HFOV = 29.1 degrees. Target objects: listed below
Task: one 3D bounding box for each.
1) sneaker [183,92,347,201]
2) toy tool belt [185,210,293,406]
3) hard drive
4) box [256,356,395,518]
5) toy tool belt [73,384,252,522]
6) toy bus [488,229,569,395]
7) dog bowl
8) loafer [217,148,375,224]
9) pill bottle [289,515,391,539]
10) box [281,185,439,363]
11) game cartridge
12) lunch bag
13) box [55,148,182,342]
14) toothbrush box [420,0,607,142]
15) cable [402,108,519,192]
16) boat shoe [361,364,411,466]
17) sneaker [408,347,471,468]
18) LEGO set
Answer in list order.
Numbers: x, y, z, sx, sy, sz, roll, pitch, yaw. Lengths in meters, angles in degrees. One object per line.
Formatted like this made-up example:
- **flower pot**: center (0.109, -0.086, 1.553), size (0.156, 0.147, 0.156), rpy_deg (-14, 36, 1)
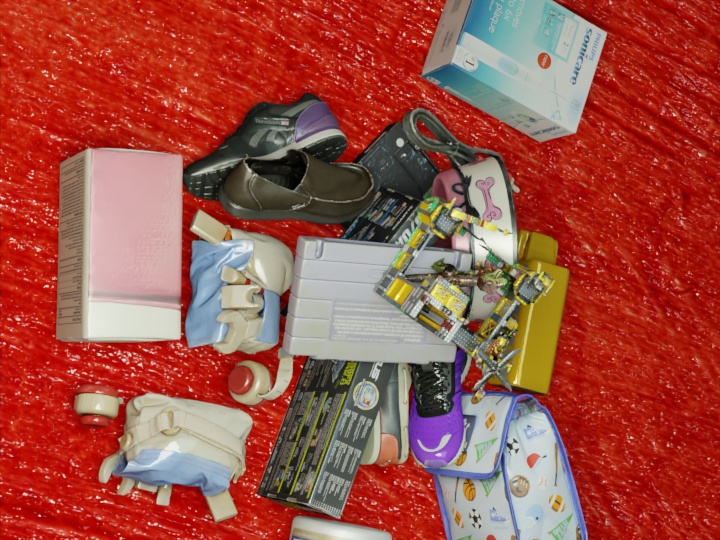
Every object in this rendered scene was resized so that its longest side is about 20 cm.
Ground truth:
- **sneaker**: center (-0.122, -0.147, 1.625), size (0.198, 0.076, 0.088), rpy_deg (-19, 65, -18)
- **toy tool belt**: center (-0.149, 0.043, 1.537), size (0.123, 0.124, 0.202), rpy_deg (23, 61, -52)
- **hard drive**: center (0.059, -0.063, 1.711), size (0.200, 0.038, 0.140), rpy_deg (48, 69, -14)
- **box**: center (-0.039, 0.174, 1.580), size (0.044, 0.160, 0.202), rpy_deg (25, 75, -22)
- **toy tool belt**: center (-0.220, 0.201, 1.514), size (0.198, 0.125, 0.124), rpy_deg (13, 73, -24)
- **toy bus**: center (0.213, 0.052, 1.754), size (0.065, 0.078, 0.202), rpy_deg (16, 80, -24)
- **dog bowl**: center (0.128, -0.032, 1.623), size (0.073, 0.200, 0.202), rpy_deg (-2, 87, -6)
- **loafer**: center (-0.062, -0.099, 1.580), size (0.199, 0.072, 0.073), rpy_deg (-7, 51, -34)
- **pill bottle**: center (-0.037, 0.390, 1.588), size (0.119, 0.119, 0.202), rpy_deg (14, 81, -24)
- **box**: center (0.000, 0.000, 1.585), size (0.046, 0.159, 0.200), rpy_deg (40, 87, -18)
- **game cartridge**: center (0.018, 0.034, 1.494), size (0.198, 0.038, 0.131), rpy_deg (5, 106, -23)
- **lunch bag**: center (0.165, 0.245, 1.670), size (0.123, 0.170, 0.202), rpy_deg (-13, 93, -31)
- **box**: center (-0.261, -0.023, 1.504), size (0.108, 0.128, 0.202), rpy_deg (2, 86, -26)
- **toothbrush box**: center (0.196, -0.274, 1.766), size (0.199, 0.085, 0.148), rpy_deg (26, 76, -23)
- **cable**: center (0.133, -0.143, 1.721), size (0.200, 0.050, 0.098), rpy_deg (49, 55, -33)
- **boat shoe**: center (0.031, 0.134, 1.666), size (0.062, 0.071, 0.202), rpy_deg (5, 85, -32)
- **sneaker**: center (0.085, 0.132, 1.636), size (0.100, 0.069, 0.201), rpy_deg (68, 22, -45)
- **LEGO set**: center (0.119, 0.025, 1.450), size (0.154, 0.116, 0.200), rpy_deg (-47, 116, -5)
